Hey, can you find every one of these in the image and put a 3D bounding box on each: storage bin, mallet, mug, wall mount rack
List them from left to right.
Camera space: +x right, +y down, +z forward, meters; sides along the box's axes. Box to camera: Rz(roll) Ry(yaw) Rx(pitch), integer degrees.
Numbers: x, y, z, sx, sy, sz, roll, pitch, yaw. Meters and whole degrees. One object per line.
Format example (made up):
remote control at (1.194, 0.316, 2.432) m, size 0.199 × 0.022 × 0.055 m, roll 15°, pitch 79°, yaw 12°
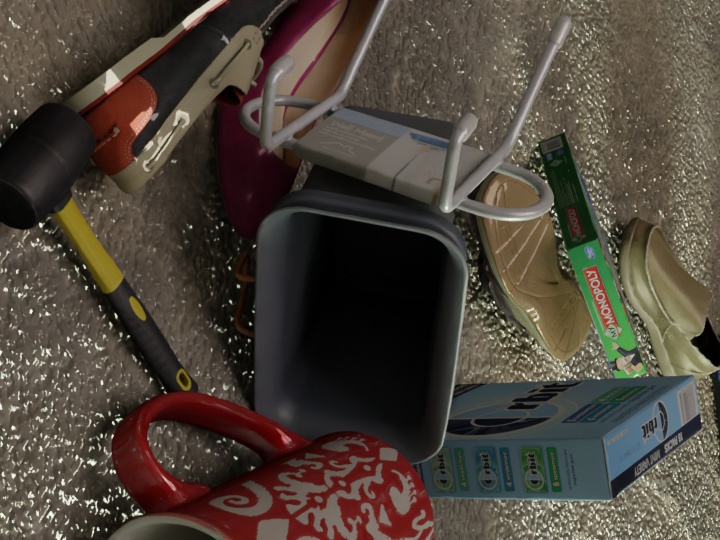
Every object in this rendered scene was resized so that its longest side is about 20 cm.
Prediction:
mallet at (-0.137, -0.006, 0.821) m, size 0.201 × 0.041 × 0.066 m, roll 57°, pitch 45°, yaw -41°
mug at (-0.047, 0.152, 0.846) m, size 0.199 × 0.132 × 0.180 m, roll -21°, pitch 107°, yaw -59°
storage bin at (0.000, 0.000, 0.927) m, size 0.135 × 0.144 × 0.202 m, roll -73°, pitch 171°, yaw -47°
wall mount rack at (0.034, -0.105, 0.859) m, size 0.174 × 0.198 × 0.075 m, roll -45°, pitch 149°, yaw -53°

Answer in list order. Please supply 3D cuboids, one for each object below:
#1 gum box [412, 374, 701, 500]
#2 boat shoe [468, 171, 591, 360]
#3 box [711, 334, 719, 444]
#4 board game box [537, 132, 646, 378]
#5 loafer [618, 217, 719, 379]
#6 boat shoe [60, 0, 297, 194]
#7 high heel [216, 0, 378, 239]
gum box at (0.116, 0.116, 1.033) m, size 0.169 × 0.198 × 0.045 m, roll -18°, pitch 100°, yaw -55°
boat shoe at (0.126, -0.004, 1.191) m, size 0.072 × 0.064 × 0.201 m, roll -53°, pitch 133°, yaw -19°
box at (0.483, 0.164, 1.615) m, size 0.086 × 0.162 × 0.203 m, roll -9°, pitch 93°, yaw -57°
board game box at (0.197, -0.016, 1.256) m, size 0.201 × 0.029 × 0.136 m, roll -90°, pitch 159°, yaw -61°
loafer at (0.316, 0.028, 1.469) m, size 0.201 × 0.067 × 0.076 m, roll 60°, pitch 40°, yaw -32°
boat shoe at (-0.094, -0.119, 0.862) m, size 0.063 × 0.071 × 0.200 m, roll 53°, pitch 47°, yaw -11°
high heel at (-0.031, -0.116, 0.942) m, size 0.067 × 0.095 × 0.202 m, roll 43°, pitch 51°, yaw -44°
